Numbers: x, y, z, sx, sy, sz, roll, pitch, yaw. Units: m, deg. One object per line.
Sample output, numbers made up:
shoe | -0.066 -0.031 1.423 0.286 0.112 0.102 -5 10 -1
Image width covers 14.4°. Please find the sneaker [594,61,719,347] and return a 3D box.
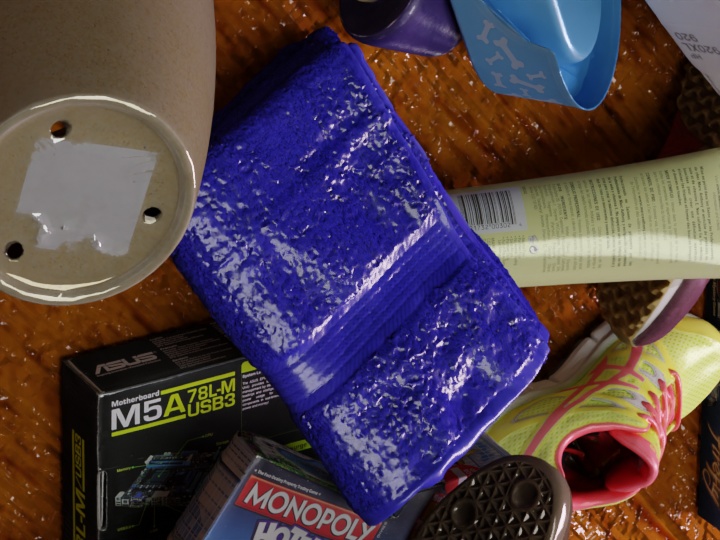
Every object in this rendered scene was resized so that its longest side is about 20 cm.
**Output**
sneaker | 0.199 -0.045 1.503 0.090 0.075 0.200 16 105 -34

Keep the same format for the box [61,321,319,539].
box | -0.053 0.113 1.429 0.200 0.048 0.193 -15 120 -28

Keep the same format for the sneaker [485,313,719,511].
sneaker | 0.136 0.086 1.510 0.200 0.090 0.078 -28 127 -34

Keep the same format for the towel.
towel | 0.000 0.000 1.330 0.200 0.050 0.148 54 54 -16

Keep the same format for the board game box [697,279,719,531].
board game box | 0.257 0.042 1.618 0.135 0.035 0.200 -19 124 -27

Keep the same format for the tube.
tube | 0.128 -0.022 1.431 0.200 0.052 0.058 -7 125 -6

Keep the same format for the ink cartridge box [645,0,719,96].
ink cartridge box | 0.244 -0.188 1.370 0.145 0.147 0.200 47 69 -33

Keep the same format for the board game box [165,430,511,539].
board game box | -0.022 0.149 1.399 0.200 0.062 0.200 28 96 -41

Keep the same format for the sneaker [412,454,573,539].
sneaker | 0.054 0.178 1.397 0.076 0.070 0.200 5 116 -58

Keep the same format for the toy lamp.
toy lamp | -0.026 -0.151 1.296 0.200 0.058 0.058 26 98 -42

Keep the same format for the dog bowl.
dog bowl | 0.072 -0.164 1.334 0.112 0.049 0.200 -68 146 -43

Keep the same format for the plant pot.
plant pot | -0.132 -0.079 1.134 0.187 0.200 0.188 -9 124 -13
